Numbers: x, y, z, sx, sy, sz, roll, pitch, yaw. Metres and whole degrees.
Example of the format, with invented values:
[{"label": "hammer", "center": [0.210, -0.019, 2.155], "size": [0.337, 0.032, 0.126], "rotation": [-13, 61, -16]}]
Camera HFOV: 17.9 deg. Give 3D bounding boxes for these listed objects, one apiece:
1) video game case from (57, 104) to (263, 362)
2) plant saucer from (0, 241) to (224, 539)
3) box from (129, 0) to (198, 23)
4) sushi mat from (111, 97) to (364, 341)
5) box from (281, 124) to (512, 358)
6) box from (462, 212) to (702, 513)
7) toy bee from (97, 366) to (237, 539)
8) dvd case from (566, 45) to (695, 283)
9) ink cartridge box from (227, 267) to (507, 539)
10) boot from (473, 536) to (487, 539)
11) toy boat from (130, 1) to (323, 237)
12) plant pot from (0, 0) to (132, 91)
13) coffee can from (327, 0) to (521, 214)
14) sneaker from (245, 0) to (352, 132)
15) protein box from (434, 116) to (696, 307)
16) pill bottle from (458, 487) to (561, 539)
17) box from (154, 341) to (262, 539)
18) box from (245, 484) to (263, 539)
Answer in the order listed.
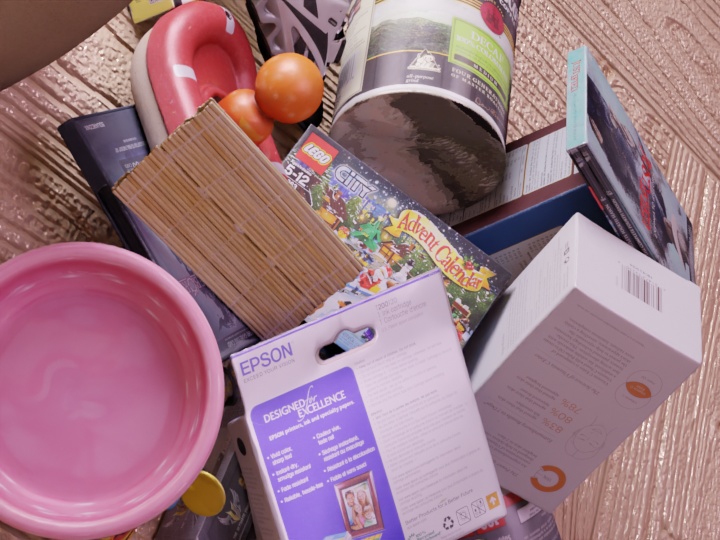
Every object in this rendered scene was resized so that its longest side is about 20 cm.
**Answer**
[{"label": "video game case", "center": [-0.139, -0.027, 1.665], "size": [0.201, 0.019, 0.143], "rotation": [60, 18, 1]}, {"label": "plant saucer", "center": [-0.192, 0.084, 1.560], "size": [0.051, 0.199, 0.202], "rotation": [106, -18, -80]}, {"label": "box", "center": [-0.110, -0.256, 1.803], "size": [0.199, 0.050, 0.076], "rotation": [-26, 101, -49]}, {"label": "sushi mat", "center": [-0.085, -0.031, 1.638], "size": [0.200, 0.095, 0.012], "rotation": [47, 7, -37]}, {"label": "box", "center": [0.000, 0.000, 1.784], "size": [0.199, 0.038, 0.137], "rotation": [36, 69, -1]}, {"label": "box", "center": [0.160, 0.075, 1.800], "size": [0.124, 0.200, 0.098], "rotation": [30, 35, -16]}, {"label": "toy bee", "center": [-0.154, 0.114, 1.625], "size": [0.130, 0.109, 0.201], "rotation": [8, 53, -3]}, {"label": "dvd case", "center": [0.218, -0.065, 1.838], "size": [0.201, 0.022, 0.146], "rotation": [57, 23, -29]}, {"label": "ink cartridge box", "center": [0.002, 0.123, 1.689], "size": [0.197, 0.043, 0.202], "rotation": [-21, 102, -31]}, {"label": "boot", "center": [0.060, 0.293, 1.749], "size": [0.200, 0.149, 0.074], "rotation": [-116, -171, -56]}, {"label": "toy boat", "center": [-0.084, -0.117, 1.704], "size": [0.130, 0.130, 0.201], "rotation": [25, 38, -56]}, {"label": "plant pot", "center": [-0.218, -0.227, 1.553], "size": [0.187, 0.199, 0.189], "rotation": [13, 72, -47]}, {"label": "coffee can", "center": [0.055, -0.168, 1.874], "size": [0.146, 0.146, 0.201], "rotation": [42, 41, -35]}, {"label": "sneaker", "center": [-0.038, -0.188, 1.794], "size": [0.201, 0.088, 0.074], "rotation": [75, -11, -53]}, {"label": "protein box", "center": [0.150, 0.009, 1.909], "size": [0.199, 0.199, 0.135], "rotation": [58, 23, -24]}, {"label": "pill bottle", "center": [0.120, 0.261, 1.907], "size": [0.116, 0.115, 0.202], "rotation": [-29, 103, -49]}, {"label": "box", "center": [-0.062, 0.172, 1.764], "size": [0.158, 0.048, 0.201], "rotation": [47, 49, -33]}, {"label": "box", "center": [-0.009, 0.170, 1.763], "size": [0.199, 0.036, 0.146], "rotation": [-15, 94, -52]}]
